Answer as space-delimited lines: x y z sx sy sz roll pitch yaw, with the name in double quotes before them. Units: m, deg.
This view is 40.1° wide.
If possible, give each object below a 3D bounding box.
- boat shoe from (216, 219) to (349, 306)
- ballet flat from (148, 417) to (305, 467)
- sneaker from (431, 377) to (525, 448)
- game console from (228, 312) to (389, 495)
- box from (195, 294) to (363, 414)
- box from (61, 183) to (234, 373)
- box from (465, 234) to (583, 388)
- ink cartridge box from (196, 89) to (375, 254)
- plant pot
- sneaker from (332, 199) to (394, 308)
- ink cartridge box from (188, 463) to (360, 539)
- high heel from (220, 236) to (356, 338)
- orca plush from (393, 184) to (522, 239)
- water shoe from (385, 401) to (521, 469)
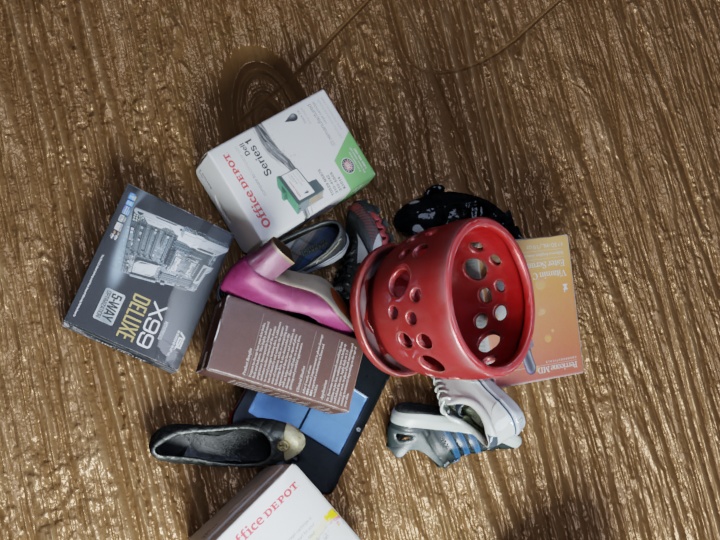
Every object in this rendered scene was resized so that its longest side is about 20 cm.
"boat shoe" -0.105 -0.010 1.325 0.199 0.066 0.070 -25 71 -8
"ballet flat" -0.169 0.226 1.255 0.198 0.057 0.067 -2 101 -4
"sneaker" 0.133 0.163 1.349 0.070 0.074 0.200 -26 47 -31
"game console" -0.068 0.176 1.341 0.176 0.031 0.201 32 70 -11
"box" -0.103 0.113 1.287 0.199 0.075 0.101 21 73 -19
"box" -0.275 0.012 1.288 0.157 0.050 0.201 26 71 -14
"box" 0.219 0.057 1.417 0.151 0.106 0.202 -7 89 -22
"ink cartridge box" -0.104 -0.135 1.364 0.199 0.084 0.147 -33 91 -24
"plant pot" 0.102 0.043 1.276 0.199 0.182 0.203 11 75 -45
"sneaker" 0.000 0.000 1.381 0.097 0.071 0.202 -7 83 -24
"ink cartridge box" -0.089 0.363 1.230 0.147 0.145 0.200 -41 94 -23
"high heel" -0.089 0.044 1.296 0.096 0.068 0.200 -37 119 13
"orca plush" 0.153 -0.075 1.454 0.198 0.071 0.106 15 74 -17
"water shoe" 0.128 0.238 1.391 0.198 0.071 0.080 13 98 -15
